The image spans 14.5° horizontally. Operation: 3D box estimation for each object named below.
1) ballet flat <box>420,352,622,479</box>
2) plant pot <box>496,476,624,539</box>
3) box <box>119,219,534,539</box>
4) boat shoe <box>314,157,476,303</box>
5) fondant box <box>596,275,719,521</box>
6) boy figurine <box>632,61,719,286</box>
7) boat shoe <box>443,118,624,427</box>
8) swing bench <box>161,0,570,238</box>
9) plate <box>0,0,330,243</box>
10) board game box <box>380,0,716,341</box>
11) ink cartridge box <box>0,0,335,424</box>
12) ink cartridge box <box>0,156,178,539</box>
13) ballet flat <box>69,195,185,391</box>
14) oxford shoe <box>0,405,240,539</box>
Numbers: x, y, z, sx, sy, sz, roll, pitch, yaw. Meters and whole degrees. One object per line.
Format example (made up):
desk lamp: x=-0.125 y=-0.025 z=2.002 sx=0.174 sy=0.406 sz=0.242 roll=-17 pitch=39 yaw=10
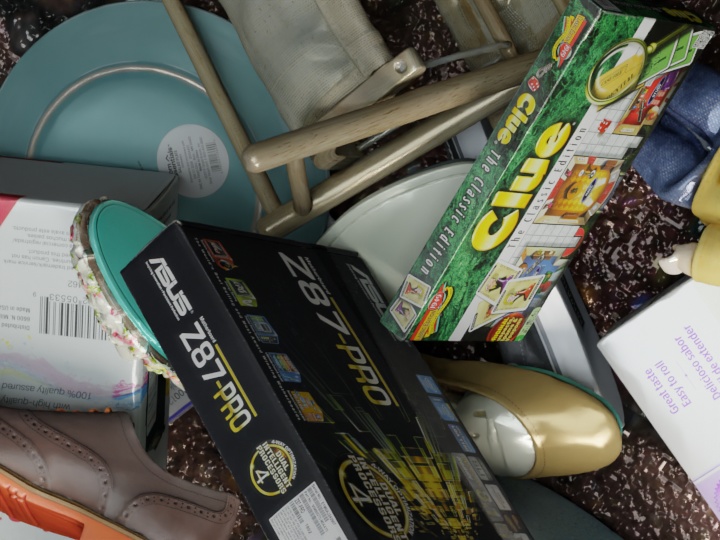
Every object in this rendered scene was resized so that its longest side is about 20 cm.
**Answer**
ballet flat: x=0.047 y=0.081 z=1.514 sx=0.200 sy=0.063 sz=0.069 roll=13 pitch=129 yaw=39
plant pot: x=0.040 y=0.202 z=1.517 sx=0.200 sy=0.196 sz=0.196 roll=44 pitch=108 yaw=15
box: x=-0.013 y=0.073 z=1.367 sx=0.049 sy=0.161 sz=0.200 roll=-41 pitch=64 yaw=21
boat shoe: x=0.000 y=0.000 z=1.503 sx=0.200 sy=0.062 sz=0.073 roll=-40 pitch=106 yaw=21
fondant box: x=0.248 y=0.039 z=1.492 sx=0.200 sy=0.058 sz=0.144 roll=-35 pitch=90 yaw=19
boy figurine: x=0.202 y=-0.042 z=1.437 sx=0.124 sy=0.064 sz=0.200 roll=-52 pitch=51 yaw=4
boat shoe: x=0.078 y=0.006 z=1.530 sx=0.066 sy=0.070 sz=0.200 roll=-21 pitch=102 yaw=16
swing bench: x=-0.004 y=-0.156 z=1.453 sx=0.200 sy=0.130 sz=0.199 roll=-25 pitch=74 yaw=-5
plate: x=-0.115 y=-0.047 z=1.542 sx=0.200 sy=0.026 sz=0.200 roll=3 pitch=104 yaw=13
board game box: x=0.094 y=-0.048 z=1.420 sx=0.023 sy=0.105 sz=0.200 roll=46 pitch=117 yaw=33
ink cartridge box: x=-0.124 y=-0.027 z=1.584 sx=0.198 sy=0.043 sz=0.200 roll=-38 pitch=91 yaw=19
ink cartridge box: x=-0.179 y=0.046 z=1.522 sx=0.146 sy=0.083 sz=0.200 roll=6 pitch=107 yaw=8
ballet flat: x=-0.086 y=0.039 z=1.443 sx=0.200 sy=0.076 sz=0.064 roll=41 pitch=140 yaw=-26
oxford shoe: x=-0.156 y=0.098 z=1.466 sx=0.200 sy=0.071 sz=0.073 roll=31 pitch=75 yaw=7
